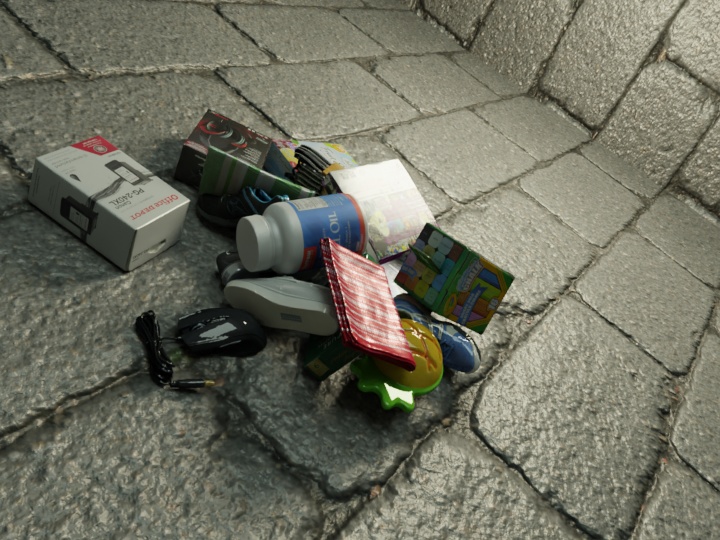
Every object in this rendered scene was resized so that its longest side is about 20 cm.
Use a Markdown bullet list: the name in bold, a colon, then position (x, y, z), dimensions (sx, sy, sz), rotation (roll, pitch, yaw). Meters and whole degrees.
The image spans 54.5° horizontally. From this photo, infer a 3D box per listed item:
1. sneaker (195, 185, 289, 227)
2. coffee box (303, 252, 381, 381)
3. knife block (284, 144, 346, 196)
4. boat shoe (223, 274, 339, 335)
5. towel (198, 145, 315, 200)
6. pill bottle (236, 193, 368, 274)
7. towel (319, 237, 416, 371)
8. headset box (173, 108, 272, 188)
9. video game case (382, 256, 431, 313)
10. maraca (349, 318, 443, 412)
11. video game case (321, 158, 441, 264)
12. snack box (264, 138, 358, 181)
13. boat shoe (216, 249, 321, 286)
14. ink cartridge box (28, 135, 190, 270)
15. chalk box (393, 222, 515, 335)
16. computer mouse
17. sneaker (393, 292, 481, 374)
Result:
- **sneaker**: position (-0.200, -0.112, 1.216), dimensions (0.196, 0.084, 0.073), rotation (17, 18, 23)
- **coffee box**: position (-0.025, 0.070, 1.106), dimensions (0.044, 0.122, 0.202), rotation (43, 26, -22)
- **knife block**: position (-0.044, -0.161, 1.342), dimensions (0.196, 0.065, 0.178), rotation (9, 41, -35)
- **boat shoe**: position (-0.112, 0.040, 1.063), dimensions (0.195, 0.073, 0.069), rotation (7, 42, 23)
- **towel**: position (-0.187, -0.137, 1.244), dimensions (0.196, 0.153, 0.024), rotation (24, 58, -10)
- **pill bottle**: position (-0.093, -0.055, 1.111), dimensions (0.196, 0.114, 0.113), rotation (-13, 50, -33)
- **towel**: position (0.011, 0.048, 1.028), dimensions (0.143, 0.022, 0.203), rotation (26, 35, -39)
- **headset box**: position (-0.263, -0.214, 1.349), dimensions (0.146, 0.076, 0.202), rotation (24, 32, -10)
- **video game case**: position (0.092, 0.026, 1.358), dimensions (0.141, 0.019, 0.200), rotation (36, 34, 10)
- **maraca**: position (0.059, 0.145, 1.081), dimensions (0.135, 0.109, 0.200), rotation (32, 32, 12)
- **video game case**: position (0.045, -0.110, 1.275), dimensions (0.198, 0.036, 0.184), rotation (-20, 74, -46)
- **snack box**: position (-0.085, -0.201, 1.483), dimensions (0.197, 0.069, 0.169), rotation (-3, 44, -44)
- **boat shoe**: position (-0.153, -0.014, 1.177), dimensions (0.196, 0.071, 0.067), rotation (-12, 51, -37)
- **ink cartridge box**: position (-0.388, -0.109, 1.096), dimensions (0.198, 0.084, 0.145), rotation (34, 32, 7)
- **chalk box**: position (0.152, 0.010, 1.225), dimensions (0.198, 0.126, 0.124), rotation (24, 9, -42)
- **computer mouse**: position (-0.208, 0.102, 0.984), dimensions (0.196, 0.047, 0.142), rotation (6, 38, -33)
- **sneaker**: position (0.116, 0.117, 1.200), dimensions (0.198, 0.077, 0.076), rotation (32, 27, 24)
